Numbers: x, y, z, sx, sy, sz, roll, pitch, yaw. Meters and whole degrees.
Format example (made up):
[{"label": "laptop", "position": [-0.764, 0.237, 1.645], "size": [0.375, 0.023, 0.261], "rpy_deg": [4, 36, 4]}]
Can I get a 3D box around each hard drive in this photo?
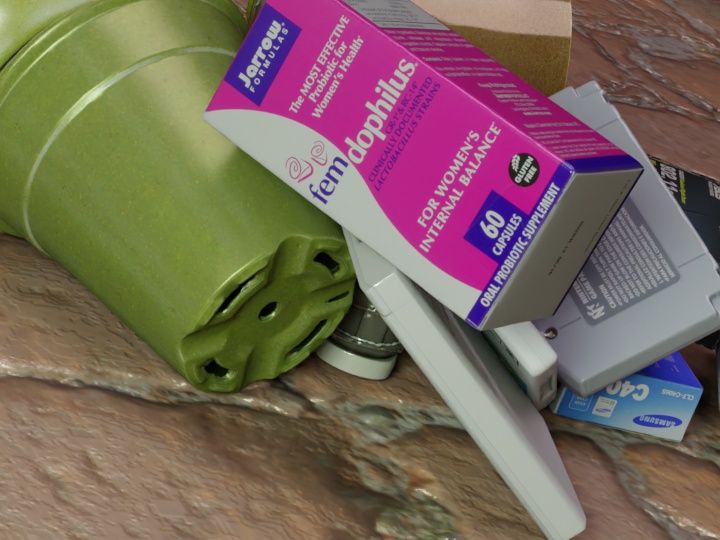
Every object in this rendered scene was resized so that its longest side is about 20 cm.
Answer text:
[{"label": "hard drive", "position": [0.055, 0.050, 1.259], "size": [0.200, 0.027, 0.132], "rpy_deg": [53, 9, -26]}]

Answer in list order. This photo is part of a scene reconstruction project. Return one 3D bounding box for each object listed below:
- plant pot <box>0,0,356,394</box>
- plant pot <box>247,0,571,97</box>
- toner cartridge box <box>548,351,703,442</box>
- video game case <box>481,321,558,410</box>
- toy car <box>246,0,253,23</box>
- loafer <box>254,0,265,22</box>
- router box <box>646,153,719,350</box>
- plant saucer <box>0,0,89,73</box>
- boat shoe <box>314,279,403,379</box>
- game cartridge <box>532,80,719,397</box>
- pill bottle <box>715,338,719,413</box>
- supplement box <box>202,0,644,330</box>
[{"label": "plant pot", "position": [-0.098, -0.034, 1.299], "size": [0.200, 0.200, 0.190], "rpy_deg": [-4, 44, -47]}, {"label": "plant pot", "position": [0.023, -0.143, 1.542], "size": [0.200, 0.187, 0.186], "rpy_deg": [11, 23, -13]}, {"label": "toner cartridge box", "position": [0.152, 0.041, 1.500], "size": [0.095, 0.043, 0.200], "rpy_deg": [12, 23, -17]}, {"label": "video game case", "position": [0.051, -0.007, 1.338], "size": [0.200, 0.022, 0.182], "rpy_deg": [52, -3, 11]}, {"label": "toy car", "position": [-0.006, -0.150, 1.702], "size": [0.200, 0.175, 0.150], "rpy_deg": [24, 59, 5]}, {"label": "loafer", "position": [-0.022, -0.160, 1.341], "size": [0.072, 0.063, 0.200], "rpy_deg": [-12, -6, 15]}, {"label": "router box", "position": [0.187, -0.029, 1.555], "size": [0.150, 0.062, 0.200], "rpy_deg": [21, 21, -1]}, {"label": "plant saucer", "position": [-0.180, -0.104, 1.343], "size": [0.200, 0.200, 0.031], "rpy_deg": [-3, 40, -45]}, {"label": "boat shoe", "position": [0.003, 0.001, 1.438], "size": [0.072, 0.060, 0.202], "rpy_deg": [17, 22, -10]}, {"label": "game cartridge", "position": [0.138, -0.019, 1.414], "size": [0.133, 0.040, 0.200], "rpy_deg": [-25, 58, -5]}, {"label": "pill bottle", "position": [0.296, 0.055, 1.497], "size": [0.114, 0.114, 0.200], "rpy_deg": [20, 21, -1]}, {"label": "supplement box", "position": [0.032, -0.069, 1.186], "size": [0.200, 0.101, 0.103], "rpy_deg": [37, 20, 21]}]
